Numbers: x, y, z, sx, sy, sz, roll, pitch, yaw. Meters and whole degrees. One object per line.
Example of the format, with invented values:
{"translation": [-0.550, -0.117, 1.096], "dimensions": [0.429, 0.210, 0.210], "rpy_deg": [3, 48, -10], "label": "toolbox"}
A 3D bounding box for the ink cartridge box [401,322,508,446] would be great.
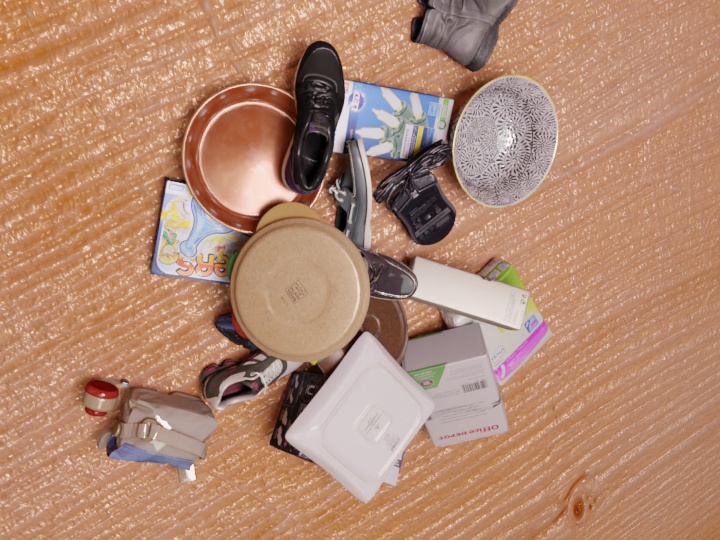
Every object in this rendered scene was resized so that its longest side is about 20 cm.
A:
{"translation": [0.169, 0.207, 1.032], "dimensions": [0.144, 0.085, 0.202], "rpy_deg": [-15, 125, 12], "label": "ink cartridge box"}

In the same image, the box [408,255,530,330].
{"translation": [0.171, 0.039, 0.968], "dimensions": [0.197, 0.082, 0.069], "rpy_deg": [18, 85, -2], "label": "box"}

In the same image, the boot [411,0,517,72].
{"translation": [0.164, -0.415, 0.867], "dimensions": [0.130, 0.070, 0.203], "rpy_deg": [21, 95, -22], "label": "boot"}

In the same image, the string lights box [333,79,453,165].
{"translation": [0.033, -0.224, 0.879], "dimensions": [0.197, 0.059, 0.104], "rpy_deg": [2, 109, -23], "label": "string lights box"}

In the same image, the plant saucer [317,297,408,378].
{"translation": [0.008, 0.091, 0.935], "dimensions": [0.198, 0.036, 0.204], "rpy_deg": [10, 72, -33], "label": "plant saucer"}

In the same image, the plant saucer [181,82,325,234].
{"translation": [-0.145, -0.153, 0.805], "dimensions": [0.197, 0.032, 0.204], "rpy_deg": [-2, 99, -16], "label": "plant saucer"}

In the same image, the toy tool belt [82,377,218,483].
{"translation": [-0.320, 0.245, 0.858], "dimensions": [0.198, 0.125, 0.125], "rpy_deg": [20, 91, -27], "label": "toy tool belt"}

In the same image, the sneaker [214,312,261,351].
{"translation": [-0.128, 0.070, 0.884], "dimensions": [0.197, 0.079, 0.076], "rpy_deg": [-7, 145, 14], "label": "sneaker"}

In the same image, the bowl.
{"translation": [0.210, -0.209, 0.939], "dimensions": [0.198, 0.094, 0.204], "rpy_deg": [-8, 110, -22], "label": "bowl"}

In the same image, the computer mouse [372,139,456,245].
{"translation": [0.095, -0.115, 0.922], "dimensions": [0.138, 0.053, 0.200], "rpy_deg": [-35, 144, 0], "label": "computer mouse"}

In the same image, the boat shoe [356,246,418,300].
{"translation": [0.000, 0.000, 0.879], "dimensions": [0.198, 0.065, 0.073], "rpy_deg": [24, 97, -14], "label": "boat shoe"}

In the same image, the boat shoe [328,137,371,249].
{"translation": [-0.016, -0.105, 0.868], "dimensions": [0.061, 0.074, 0.202], "rpy_deg": [-5, 138, -3], "label": "boat shoe"}

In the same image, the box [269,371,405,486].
{"translation": [-0.027, 0.263, 0.967], "dimensions": [0.198, 0.114, 0.134], "rpy_deg": [27, 70, -28], "label": "box"}

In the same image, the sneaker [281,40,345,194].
{"translation": [-0.052, -0.199, 0.762], "dimensions": [0.075, 0.087, 0.203], "rpy_deg": [7, 96, -16], "label": "sneaker"}

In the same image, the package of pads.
{"translation": [0.251, 0.099, 1.080], "dimensions": [0.154, 0.068, 0.201], "rpy_deg": [-41, 118, -6], "label": "package of pads"}

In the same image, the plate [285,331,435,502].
{"translation": [0.014, 0.232, 0.894], "dimensions": [0.200, 0.032, 0.200], "rpy_deg": [47, 73, -26], "label": "plate"}

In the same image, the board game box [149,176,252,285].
{"translation": [-0.197, -0.049, 0.856], "dimensions": [0.197, 0.034, 0.137], "rpy_deg": [8, 104, -25], "label": "board game box"}

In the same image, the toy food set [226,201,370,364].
{"translation": [-0.086, 0.026, 0.789], "dimensions": [0.199, 0.049, 0.199], "rpy_deg": [37, 94, -2], "label": "toy food set"}

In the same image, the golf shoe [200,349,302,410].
{"translation": [-0.152, 0.161, 0.920], "dimensions": [0.198, 0.088, 0.078], "rpy_deg": [-27, 115, -14], "label": "golf shoe"}
